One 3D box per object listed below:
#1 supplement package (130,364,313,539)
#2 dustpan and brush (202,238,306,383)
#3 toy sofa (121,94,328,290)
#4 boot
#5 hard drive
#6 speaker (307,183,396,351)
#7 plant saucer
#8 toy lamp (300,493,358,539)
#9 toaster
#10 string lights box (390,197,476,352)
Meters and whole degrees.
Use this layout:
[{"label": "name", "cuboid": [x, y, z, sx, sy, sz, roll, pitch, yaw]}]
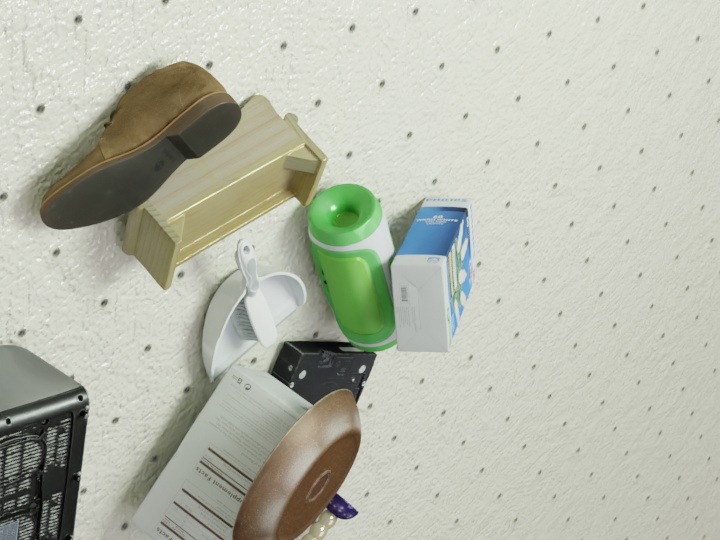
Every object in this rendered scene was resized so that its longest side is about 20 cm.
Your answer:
[{"label": "supplement package", "cuboid": [-0.131, 0.216, 1.620, 0.200, 0.109, 0.114, -57, 162, 3]}, {"label": "dustpan and brush", "cuboid": [-0.114, 0.027, 1.565, 0.140, 0.057, 0.200, -41, 142, -22]}, {"label": "toy sofa", "cuboid": [-0.138, -0.078, 1.455, 0.200, 0.098, 0.083, -33, 161, -32]}, {"label": "boot", "cuboid": [-0.206, -0.111, 1.355, 0.200, 0.076, 0.074, -35, 155, -6]}, {"label": "hard drive", "cuboid": [-0.069, 0.176, 1.752, 0.140, 0.038, 0.200, 3, 113, -51]}, {"label": "speaker", "cuboid": [0.000, 0.000, 1.654, 0.088, 0.088, 0.200, -41, 142, -21]}, {"label": "plant saucer", "cuboid": [-0.056, 0.216, 1.580, 0.200, 0.037, 0.201, -49, 161, -24]}, {"label": "toy lamp", "cuboid": [-0.082, 0.360, 1.860, 0.200, 0.058, 0.058, -50, 144, -9]}, {"label": "toaster", "cuboid": [-0.352, 0.183, 1.348, 0.200, 0.119, 0.181, -17, 128, -43]}, {"label": "string lights box", "cuboid": [0.083, 0.001, 1.685, 0.200, 0.059, 0.103, -61, 149, -62]}]
